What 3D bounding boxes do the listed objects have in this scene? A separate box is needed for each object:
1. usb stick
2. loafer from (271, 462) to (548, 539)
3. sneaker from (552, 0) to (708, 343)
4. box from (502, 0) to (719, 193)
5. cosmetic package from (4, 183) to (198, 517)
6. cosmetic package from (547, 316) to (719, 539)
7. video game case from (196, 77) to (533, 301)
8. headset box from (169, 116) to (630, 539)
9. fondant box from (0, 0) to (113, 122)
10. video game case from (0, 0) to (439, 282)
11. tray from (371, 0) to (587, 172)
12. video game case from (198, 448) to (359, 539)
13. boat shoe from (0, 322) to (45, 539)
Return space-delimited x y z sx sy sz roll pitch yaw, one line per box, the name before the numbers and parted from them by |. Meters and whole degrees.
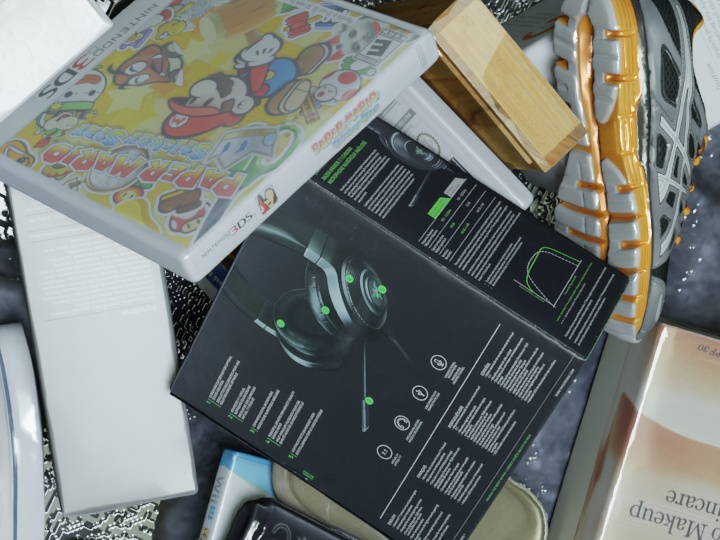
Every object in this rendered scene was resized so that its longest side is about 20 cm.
usb stick | 0.004 0.194 1.218 0.199 0.033 0.056 31 81 -28
loafer | 0.040 0.145 1.233 0.199 0.068 0.076 19 85 -32
sneaker | 0.155 -0.059 1.126 0.077 0.078 0.202 -11 110 -31
box | 0.177 -0.136 1.218 0.199 0.124 0.098 -30 103 -5
cosmetic package | -0.150 0.030 1.185 0.089 0.107 0.202 -7 96 -9
cosmetic package | 0.186 0.134 1.272 0.102 0.087 0.202 15 94 -13
video game case | -0.014 -0.029 1.168 0.143 0.018 0.200 45 125 1
headset box | 0.013 0.032 1.114 0.199 0.093 0.175 32 125 5
fondant box | -0.211 -0.109 1.107 0.144 0.200 0.058 -41 102 -3
video game case | -0.086 -0.089 1.080 0.182 0.199 0.023 -44 134 -21
tray | 0.052 -0.105 1.158 0.037 0.200 0.099 -43 103 -8
video game case | -0.047 0.220 1.235 0.142 0.018 0.202 19 84 -32
boat shoe | -0.219 0.132 1.199 0.065 0.074 0.202 -2 96 -15
